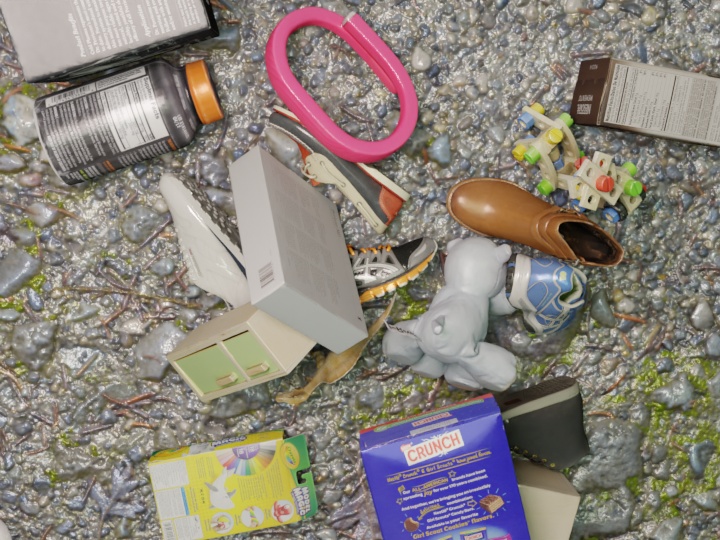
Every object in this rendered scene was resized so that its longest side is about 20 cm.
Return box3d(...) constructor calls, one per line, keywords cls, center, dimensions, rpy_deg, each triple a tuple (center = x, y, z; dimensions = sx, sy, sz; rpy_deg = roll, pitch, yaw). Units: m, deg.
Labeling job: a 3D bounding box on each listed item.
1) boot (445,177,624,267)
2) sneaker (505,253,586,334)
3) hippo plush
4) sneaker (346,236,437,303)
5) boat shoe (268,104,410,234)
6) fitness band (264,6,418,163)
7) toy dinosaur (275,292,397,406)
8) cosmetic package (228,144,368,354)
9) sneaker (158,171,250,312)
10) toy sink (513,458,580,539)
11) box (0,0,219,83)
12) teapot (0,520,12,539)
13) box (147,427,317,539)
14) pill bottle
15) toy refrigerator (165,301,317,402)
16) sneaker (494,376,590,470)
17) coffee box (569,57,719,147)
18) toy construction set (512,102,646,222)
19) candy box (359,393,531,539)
box3d(cls="boot", center=(0.206, -0.052, 1.155), dimensions=(0.199, 0.155, 0.077), rpy_deg=(24, 97, -9))
box3d(cls="sneaker", center=(0.233, 0.035, 1.163), dimensions=(0.077, 0.200, 0.076), rpy_deg=(3, 78, 26))
box3d(cls="hippo plush", center=(0.112, 0.040, 1.185), dimensions=(0.200, 0.159, 0.162), rpy_deg=(37, 65, -40))
box3d(cls="sneaker", center=(0.000, 0.000, 1.190), dimensions=(0.199, 0.078, 0.078), rpy_deg=(-24, 91, -2))
box3d(cls="boat shoe", center=(-0.033, -0.123, 1.168), dimensions=(0.199, 0.071, 0.063), rpy_deg=(35, 98, -15))
box3d(cls="fitness band", center=(-0.020, -0.218, 1.128), dimensions=(0.200, 0.037, 0.144), rpy_deg=(47, 61, -6))
box3d(cls="toy dinosaur", center=(-0.016, 0.098, 1.188), dimensions=(0.200, 0.101, 0.058), rpy_deg=(-43, 107, 9))
box3d(cls="cosmetic package", center=(-0.070, -0.023, 1.089), dimensions=(0.052, 0.201, 0.151), rpy_deg=(-33, 139, 23))
box3d(cls="sneaker", center=(-0.185, -0.027, 1.170), dimensions=(0.080, 0.076, 0.200), rpy_deg=(-34, 100, 11))
box3d(cls="toy sink", center=(0.156, 0.308, 1.241), dimensions=(0.198, 0.112, 0.131), rpy_deg=(12, 98, -8))
box3d(cls="box", center=(-0.264, -0.286, 1.046), dimensions=(0.195, 0.200, 0.125), rpy_deg=(-16, 102, -2))
box3d(cls="teapot", center=(-0.509, 0.411, 1.182), dimensions=(0.199, 0.198, 0.146), rpy_deg=(-23, 63, -28))
box3d(cls="box", center=(-0.159, 0.272, 1.238), dimensions=(0.198, 0.048, 0.118), rpy_deg=(-9, 101, -1))
box3d(cls="pill bottle", center=(-0.260, -0.177, 1.115), dimensions=(0.199, 0.106, 0.107), rpy_deg=(-18, 102, -2))
box3d(cls="toy refrigerator", center=(-0.142, 0.092, 1.130), dimensions=(0.076, 0.199, 0.070), rpy_deg=(53, 51, -12))
box3d(cls="sneaker", center=(0.198, 0.218, 1.245), dimensions=(0.199, 0.075, 0.107), rpy_deg=(-17, 99, -3))
box3d(cls="coffee box", center=(0.365, -0.198, 1.166), dimensions=(0.198, 0.113, 0.080), rpy_deg=(9, 100, -6))
box3d(cls="toy construction set", center=(0.260, -0.120, 1.140), dimensions=(0.092, 0.200, 0.131), rpy_deg=(-36, 117, 2))
box3d(cls="candy box", center=(0.101, 0.265, 1.132), dimensions=(0.168, 0.077, 0.201), rpy_deg=(-14, 102, -1))
